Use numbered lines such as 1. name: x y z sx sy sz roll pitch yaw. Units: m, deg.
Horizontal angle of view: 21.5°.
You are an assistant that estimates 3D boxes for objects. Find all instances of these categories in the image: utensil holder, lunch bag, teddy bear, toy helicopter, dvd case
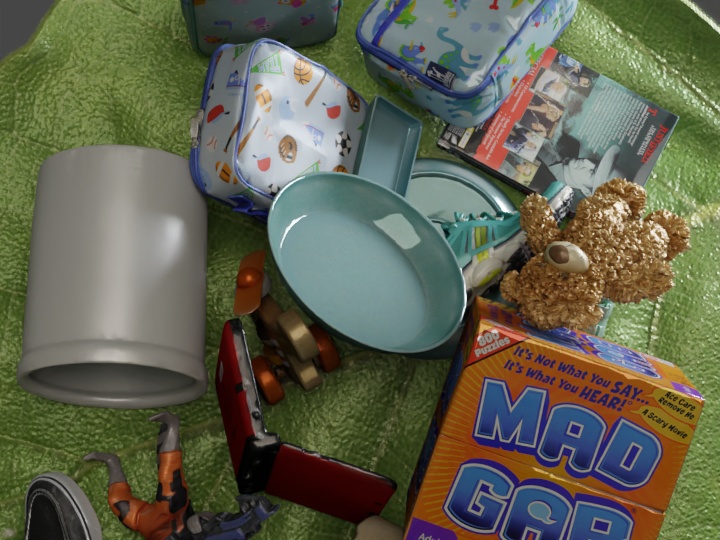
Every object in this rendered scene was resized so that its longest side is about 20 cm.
1. utensil holder: -0.219 0.008 1.707 0.169 0.170 0.202 1 72 -4
2. lunch bag: -0.073 -0.115 1.745 0.075 0.199 0.162 -3 72 40
3. teddy bear: 0.208 -0.021 1.645 0.199 0.067 0.145 -16 60 -33
4. lunch bag: 0.101 -0.248 1.835 0.160 0.083 0.200 33 73 24
5. toy helicopter: -0.070 0.048 1.688 0.079 0.200 0.133 -29 94 -9
6. lunch bag: -0.098 -0.271 1.774 0.159 0.200 0.078 -6 73 -5
7. dvd case: 0.193 -0.136 1.854 0.199 0.022 0.147 28 74 4

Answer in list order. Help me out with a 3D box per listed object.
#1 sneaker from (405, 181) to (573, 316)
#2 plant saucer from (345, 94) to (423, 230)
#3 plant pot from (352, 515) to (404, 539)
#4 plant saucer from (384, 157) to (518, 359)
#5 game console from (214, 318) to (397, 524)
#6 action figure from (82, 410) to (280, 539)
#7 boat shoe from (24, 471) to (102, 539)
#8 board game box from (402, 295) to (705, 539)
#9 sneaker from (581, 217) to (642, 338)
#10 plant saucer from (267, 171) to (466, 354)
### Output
1. sneaker: 0.115 -0.027 1.766 0.199 0.078 0.080 -35 71 -13
2. plant saucer: 0.012 -0.060 1.775 0.070 0.019 0.201 28 68 -42
3. plant pot: 0.052 0.315 1.645 0.183 0.201 0.201 32 74 16
4. plant saucer: 0.067 -0.016 1.808 0.198 0.027 0.202 1 75 -4
5. game console: -0.053 0.137 1.666 0.118 0.200 0.174 -11 74 -10
6. action figure: -0.143 0.218 1.681 0.199 0.104 0.194 -29 84 26
7. boat shoe: -0.268 0.276 1.668 0.071 0.068 0.202 -16 78 27
8. board game box: 0.162 0.157 1.649 0.199 0.200 0.201 19 96 1
9. sneaker: 0.204 0.021 1.756 0.073 0.118 0.202 19 84 -1
10. plant saucer: 0.000 0.000 1.679 0.199 0.036 0.201 20 44 -20
